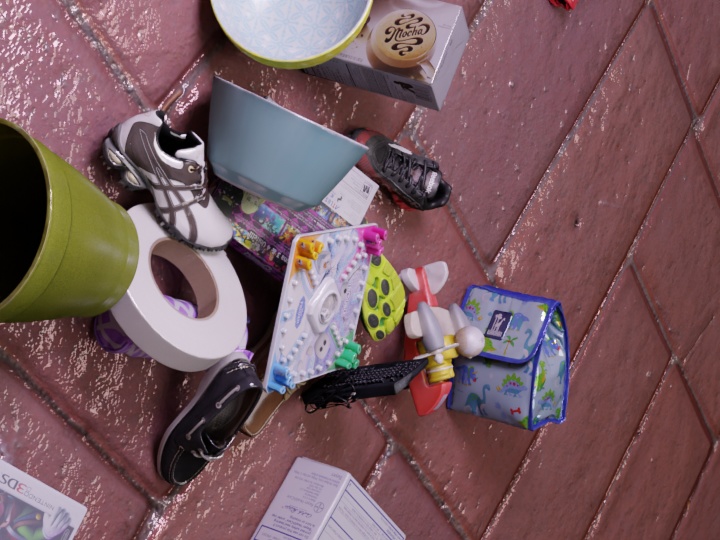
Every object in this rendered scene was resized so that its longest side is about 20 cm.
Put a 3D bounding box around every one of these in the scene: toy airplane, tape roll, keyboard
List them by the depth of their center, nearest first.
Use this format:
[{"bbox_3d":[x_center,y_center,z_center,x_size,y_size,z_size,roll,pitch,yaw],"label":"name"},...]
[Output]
[{"bbox_3d":[-0.212,0.018,1.451,0.202,0.037,0.204,37,35,-32],"label":"tape roll"},{"bbox_3d":[-0.007,0.142,1.687,0.104,0.199,0.040,-43,108,-38],"label":"keyboard"},{"bbox_3d":[0.114,0.085,1.853,0.201,0.140,0.200,-64,151,-43],"label":"toy airplane"}]

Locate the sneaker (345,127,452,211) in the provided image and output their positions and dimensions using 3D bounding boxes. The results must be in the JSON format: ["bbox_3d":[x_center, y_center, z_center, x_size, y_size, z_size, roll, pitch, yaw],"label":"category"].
[{"bbox_3d":[0.058,-0.139,1.775,0.200,0.097,0.071,34,74,-46],"label":"sneaker"}]

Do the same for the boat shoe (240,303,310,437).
[{"bbox_3d":[-0.102,0.122,1.658,0.076,0.073,0.201,44,65,-44],"label":"boat shoe"}]

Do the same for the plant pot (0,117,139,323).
[{"bbox_3d":[-0.330,-0.030,1.289,0.193,0.199,0.202,24,79,-61],"label":"plant pot"}]

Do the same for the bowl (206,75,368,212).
[{"bbox_3d":[-0.101,-0.139,1.491,0.200,0.200,0.106,18,99,-50],"label":"bowl"}]

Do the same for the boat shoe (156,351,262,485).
[{"bbox_3d":[-0.179,0.191,1.534,0.074,0.060,0.201,13,118,-47],"label":"boat shoe"}]

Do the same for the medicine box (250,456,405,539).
[{"bbox_3d":[-0.056,0.393,1.748,0.201,0.102,0.183,-58,135,-23],"label":"medicine box"}]

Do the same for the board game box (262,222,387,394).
[{"bbox_3d":[-0.040,0.047,1.607,0.199,0.026,0.202,-12,118,-59],"label":"board game box"}]

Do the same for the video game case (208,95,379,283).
[{"bbox_3d":[-0.091,-0.088,1.610,0.199,0.036,0.182,36,69,-26],"label":"video game case"}]

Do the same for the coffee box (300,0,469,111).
[{"bbox_3d":[0.024,-0.291,1.614,0.080,0.198,0.114,57,54,-68],"label":"coffee box"}]

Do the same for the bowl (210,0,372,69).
[{"bbox_3d":[-0.079,-0.323,1.540,0.108,0.199,0.202,81,30,-75],"label":"bowl"}]

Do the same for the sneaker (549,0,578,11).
[{"bbox_3d":[0.362,-0.481,2.094,0.199,0.078,0.117,4,104,-38],"label":"sneaker"}]

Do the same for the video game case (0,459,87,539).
[{"bbox_3d":[-0.405,0.315,1.382,0.182,0.023,0.201,44,65,-45],"label":"video game case"}]

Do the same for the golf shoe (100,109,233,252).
[{"bbox_3d":[-0.199,-0.100,1.448,0.200,0.094,0.078,44,28,-34],"label":"golf shoe"}]

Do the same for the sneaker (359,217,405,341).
[{"bbox_3d":[0.000,0.000,1.738,0.074,0.083,0.201,-30,110,-22],"label":"sneaker"}]

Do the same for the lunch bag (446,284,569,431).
[{"bbox_3d":[0.231,0.132,1.980,0.127,0.169,0.202,-5,102,-49],"label":"lunch bag"}]

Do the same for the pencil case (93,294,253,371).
[{"bbox_3d":[-0.218,0.076,1.503,0.199,0.085,0.084,16,109,-48],"label":"pencil case"}]
